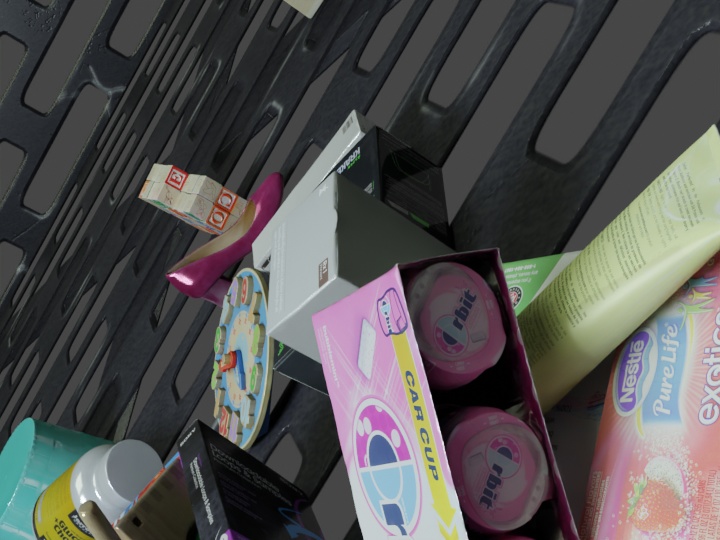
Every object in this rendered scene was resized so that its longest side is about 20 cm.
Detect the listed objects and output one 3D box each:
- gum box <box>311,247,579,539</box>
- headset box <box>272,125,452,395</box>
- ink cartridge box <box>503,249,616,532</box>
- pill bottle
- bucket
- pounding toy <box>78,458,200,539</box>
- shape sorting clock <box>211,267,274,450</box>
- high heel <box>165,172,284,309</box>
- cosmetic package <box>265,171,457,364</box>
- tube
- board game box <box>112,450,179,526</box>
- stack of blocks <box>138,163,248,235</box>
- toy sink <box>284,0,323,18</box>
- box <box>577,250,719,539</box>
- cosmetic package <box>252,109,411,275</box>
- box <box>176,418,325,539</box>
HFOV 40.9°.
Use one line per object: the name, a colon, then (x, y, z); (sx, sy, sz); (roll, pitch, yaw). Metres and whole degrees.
gum box: (0.044, 0.104, 0.508); (0.113, 0.065, 0.204); (-30, 72, 61)
headset box: (0.000, 0.000, 0.920); (0.174, 0.092, 0.203); (-43, 33, 34)
ink cartridge box: (0.130, 0.096, 0.604); (0.144, 0.083, 0.204); (-11, 56, 58)
pill bottle: (-0.330, 0.290, 1.225); (0.199, 0.111, 0.114); (-39, 34, 39)
bucket: (-0.452, 0.321, 1.390); (0.207, 0.133, 0.210); (-42, 33, 35)
pounding toy: (-0.169, 0.269, 0.812); (0.200, 0.184, 0.142); (-48, 0, 32)
shape sorting clock: (-0.135, 0.099, 1.082); (0.199, 0.038, 0.205); (-179, 90, -67)
high heel: (-0.178, -0.054, 1.288); (0.203, 0.095, 0.067); (-61, 26, 3)
cosmetic package: (0.030, 0.030, 0.718); (0.090, 0.198, 0.108); (-41, 32, 34)
tube: (0.126, 0.017, 0.511); (0.058, 0.051, 0.201); (54, 127, 24)
board game box: (-0.223, 0.329, 1.057); (0.196, 0.055, 0.202); (-47, 30, 28)
stack of blocks: (-0.249, -0.105, 1.446); (0.199, 0.114, 0.059); (15, 78, 63)
toy sink: (-0.104, -0.524, 1.577); (0.131, 0.111, 0.201); (-51, 28, 19)
box: (0.192, 0.070, 0.496); (0.094, 0.101, 0.204); (-14, 54, 56)
cosmetic package: (-0.031, -0.068, 1.054); (0.201, 0.082, 0.051); (-51, 31, 24)
box: (-0.079, 0.218, 0.802); (0.036, 0.143, 0.200); (-47, 28, 3)
